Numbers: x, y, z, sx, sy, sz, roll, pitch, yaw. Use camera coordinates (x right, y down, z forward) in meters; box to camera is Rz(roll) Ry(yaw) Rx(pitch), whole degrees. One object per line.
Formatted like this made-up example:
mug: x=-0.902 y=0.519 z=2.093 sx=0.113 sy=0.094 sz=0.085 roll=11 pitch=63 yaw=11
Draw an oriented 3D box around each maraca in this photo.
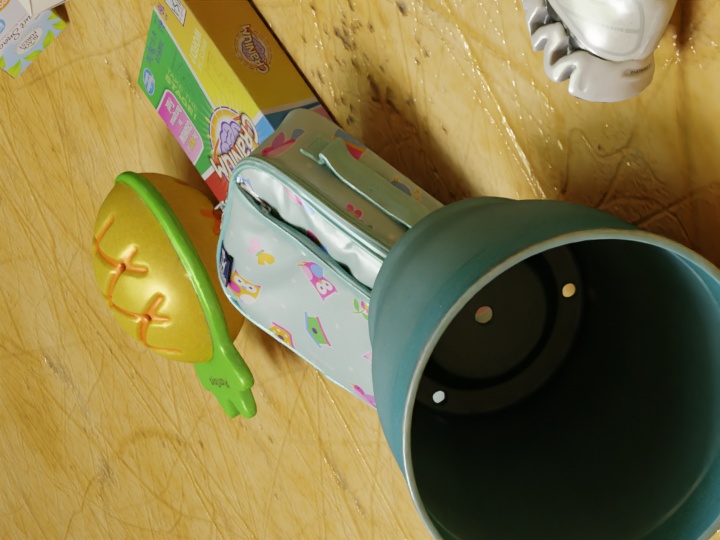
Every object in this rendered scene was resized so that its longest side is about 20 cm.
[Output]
maraca: x=-0.129 y=0.018 z=1.993 sx=0.201 sy=0.107 sz=0.137 roll=64 pitch=166 yaw=-6

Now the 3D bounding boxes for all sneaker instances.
sneaker: x=0.089 y=-0.179 z=1.355 sx=0.200 sy=0.075 sz=0.081 roll=50 pitch=142 yaw=20

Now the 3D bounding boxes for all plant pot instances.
plant pot: x=0.093 y=0.049 z=1.463 sx=0.188 sy=0.199 sz=0.201 roll=-132 pitch=21 yaw=-67

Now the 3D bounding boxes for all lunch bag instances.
lunch bag: x=0.000 y=0.000 z=1.675 sx=0.200 sy=0.077 sz=0.161 roll=35 pitch=149 yaw=14

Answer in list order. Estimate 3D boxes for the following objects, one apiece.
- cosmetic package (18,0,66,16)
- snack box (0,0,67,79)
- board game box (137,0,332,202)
cosmetic package: x=-0.260 y=-0.293 z=1.963 sx=0.200 sy=0.073 sz=0.104 roll=52 pitch=157 yaw=25
snack box: x=-0.331 y=-0.252 z=2.058 sx=0.169 sy=0.068 sz=0.200 roll=48 pitch=-176 yaw=30
board game box: x=-0.073 y=-0.095 z=1.828 sx=0.200 sy=0.040 sz=0.153 roll=55 pitch=157 yaw=16
